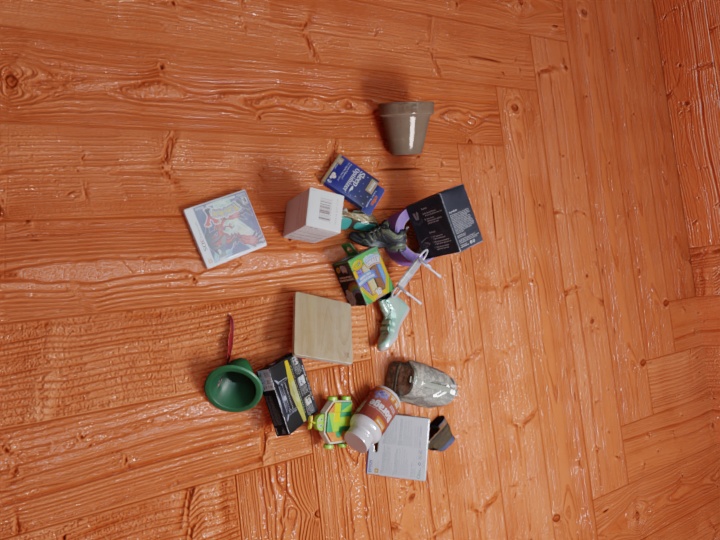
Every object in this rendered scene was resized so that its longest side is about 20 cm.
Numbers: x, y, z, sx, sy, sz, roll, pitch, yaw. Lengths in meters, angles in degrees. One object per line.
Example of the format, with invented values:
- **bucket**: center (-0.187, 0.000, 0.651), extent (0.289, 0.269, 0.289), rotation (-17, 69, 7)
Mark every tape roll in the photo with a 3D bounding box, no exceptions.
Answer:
- **tape roll**: center (0.182, -0.119, 1.864), extent (0.198, 0.085, 0.203), rotation (3, 83, -28)

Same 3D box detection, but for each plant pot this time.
- **plant pot**: center (0.160, -0.496, 1.849), extent (0.198, 0.200, 0.177), rotation (-10, 106, -29)

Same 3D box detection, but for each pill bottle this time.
- **pill bottle**: center (0.037, 0.470, 1.672), extent (0.113, 0.112, 0.200), rotation (55, 47, -13)

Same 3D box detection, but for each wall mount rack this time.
- **wall mount rack**: center (0.193, 0.033, 1.771), extent (0.074, 0.174, 0.201), rotation (38, 93, 22)

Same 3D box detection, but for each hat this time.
- **hat**: center (-0.355, 0.282, 1.551), extent (0.164, 0.177, 0.201), rotation (20, 118, -13)

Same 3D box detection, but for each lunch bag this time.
- **lunch bag**: center (0.205, 0.383, 1.771), extent (0.198, 0.167, 0.141), rotation (20, 75, -26)

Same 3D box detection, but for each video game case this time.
- **video game case**: center (-0.400, -0.125, 1.574), extent (0.198, 0.023, 0.184), rotation (-25, 97, -29)

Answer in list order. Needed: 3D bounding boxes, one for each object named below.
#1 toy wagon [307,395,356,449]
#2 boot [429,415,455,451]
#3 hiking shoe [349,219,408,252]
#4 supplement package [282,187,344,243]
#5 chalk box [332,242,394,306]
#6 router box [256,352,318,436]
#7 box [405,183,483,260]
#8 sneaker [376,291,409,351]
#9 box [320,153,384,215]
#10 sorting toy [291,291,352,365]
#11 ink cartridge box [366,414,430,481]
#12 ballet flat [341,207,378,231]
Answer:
- **toy wagon**: center (-0.084, 0.470, 1.638), extent (0.199, 0.039, 0.158), rotation (17, 75, -52)
- **boot**: center (0.252, 0.605, 1.825), extent (0.200, 0.074, 0.097), rotation (-39, 100, -29)
- **hiking shoe**: center (0.061, -0.122, 1.764), extent (0.197, 0.076, 0.102), rotation (10, 92, 6)
- **supplement package**: center (-0.147, -0.164, 1.618), extent (0.116, 0.199, 0.119), rotation (10, 80, -27)
- **chalk box**: center (0.000, 0.000, 1.725), extent (0.123, 0.124, 0.202), rotation (-26, 98, -28)
- **router box**: center (-0.214, 0.361, 1.567), extent (0.157, 0.052, 0.203), rotation (-21, 95, -60)
- **box**: center (0.277, -0.158, 1.760), extent (0.117, 0.196, 0.202), rotation (-24, 96, -29)
- **sneaker**: center (0.080, 0.165, 1.778), extent (0.118, 0.073, 0.202), rotation (45, 56, -24)
- **box**: center (-0.020, -0.287, 1.770), extent (0.199, 0.032, 0.122), rotation (34, 68, -6)
- **sorting toy**: center (-0.128, 0.189, 1.636), extent (0.197, 0.070, 0.202), rotation (15, 57, -28)
- **ink cartridge box**: center (0.125, 0.579, 1.752), extent (0.197, 0.043, 0.199), rotation (5, 81, 7)
- **ballet flat**: center (-0.034, -0.173, 1.771), extent (0.198, 0.071, 0.066), rotation (7, 53, -31)
